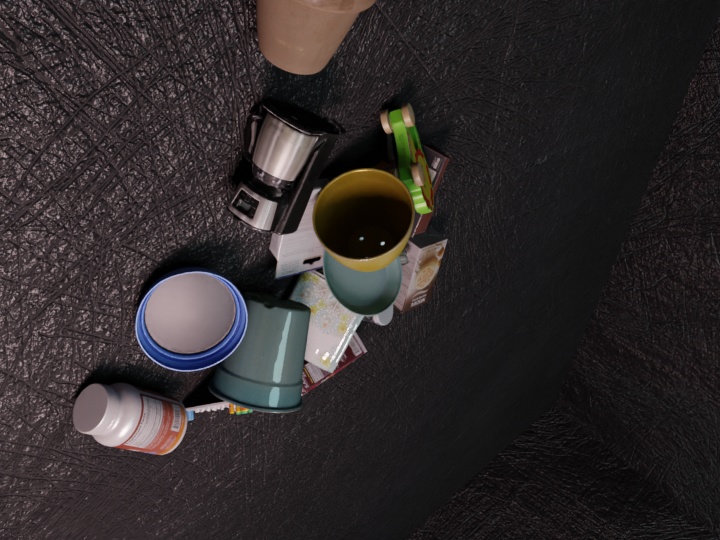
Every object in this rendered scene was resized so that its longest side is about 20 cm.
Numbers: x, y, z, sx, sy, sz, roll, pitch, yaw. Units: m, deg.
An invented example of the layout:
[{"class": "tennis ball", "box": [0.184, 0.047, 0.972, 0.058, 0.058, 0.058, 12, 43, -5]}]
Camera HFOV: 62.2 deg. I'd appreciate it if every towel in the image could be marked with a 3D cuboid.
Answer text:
[{"class": "towel", "box": [-0.089, 0.106, 1.330, 0.202, 0.169, 0.048, -61, 180, 10]}]

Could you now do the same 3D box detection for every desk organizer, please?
[{"class": "desk organizer", "box": [0.148, -0.188, 1.408, 0.077, 0.071, 0.203, -19, 135, -58]}]

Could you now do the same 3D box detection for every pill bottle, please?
[{"class": "pill bottle", "box": [-0.427, 0.274, 1.113, 0.113, 0.112, 0.200, -50, 146, -2]}]

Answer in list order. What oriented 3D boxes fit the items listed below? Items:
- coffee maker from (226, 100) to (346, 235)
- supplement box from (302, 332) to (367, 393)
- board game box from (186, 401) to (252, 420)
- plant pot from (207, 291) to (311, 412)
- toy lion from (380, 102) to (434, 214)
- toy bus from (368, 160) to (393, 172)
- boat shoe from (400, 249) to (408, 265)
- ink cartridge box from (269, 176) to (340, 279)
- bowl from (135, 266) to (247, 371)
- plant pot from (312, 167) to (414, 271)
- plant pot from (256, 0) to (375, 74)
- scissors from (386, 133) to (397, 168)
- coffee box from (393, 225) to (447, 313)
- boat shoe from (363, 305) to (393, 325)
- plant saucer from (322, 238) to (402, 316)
[{"class": "coffee maker", "box": [-0.122, -0.171, 1.044, 0.190, 0.135, 0.202, 6, 121, -45]}, {"class": "supplement box", "box": [-0.089, 0.239, 1.495, 0.198, 0.061, 0.109, -29, 171, -30]}, {"class": "board game box", "box": [-0.258, 0.296, 1.292, 0.197, 0.026, 0.198, -17, 164, 34]}, {"class": "plant pot", "box": [-0.191, 0.157, 1.209, 0.199, 0.198, 0.200, 8, 97, -52]}, {"class": "toy lion", "box": [0.113, -0.227, 1.269, 0.191, 0.067, 0.204, 15, 65, -68]}, {"class": "toy bus", "box": [0.046, -0.145, 1.327, 0.065, 0.078, 0.202, -36, 143, -21]}, {"class": "boat shoe", "box": [0.035, -0.038, 1.393, 0.200, 0.074, 0.066, -4, 81, -44]}, {"class": "ink cartridge box", "box": [-0.096, -0.093, 1.239, 0.197, 0.040, 0.203, -15, 132, -43]}, {"class": "bowl", "box": [-0.307, 0.087, 1.088, 0.197, 0.039, 0.204, -10, 117, -19]}, {"class": "plant pot", "box": [0.014, -0.078, 1.187, 0.200, 0.200, 0.143, -43, 155, -13]}, {"class": "plant pot", "box": [-0.078, -0.393, 0.876, 0.198, 0.201, 0.176, -23, 154, -36]}, {"class": "scissors", "box": [0.065, -0.230, 1.323, 0.072, 0.014, 0.201, -20, 131, 11]}, {"class": "coffee box", "box": [0.144, -0.004, 1.572, 0.113, 0.079, 0.203, -19, 134, -39]}, {"class": "boat shoe", "box": [0.040, 0.032, 1.498, 0.070, 0.090, 0.205, 12, 85, -38]}, {"class": "plant saucer", "box": [0.000, 0.000, 1.283, 0.198, 0.203, 0.036, -27, -178, -32]}]
